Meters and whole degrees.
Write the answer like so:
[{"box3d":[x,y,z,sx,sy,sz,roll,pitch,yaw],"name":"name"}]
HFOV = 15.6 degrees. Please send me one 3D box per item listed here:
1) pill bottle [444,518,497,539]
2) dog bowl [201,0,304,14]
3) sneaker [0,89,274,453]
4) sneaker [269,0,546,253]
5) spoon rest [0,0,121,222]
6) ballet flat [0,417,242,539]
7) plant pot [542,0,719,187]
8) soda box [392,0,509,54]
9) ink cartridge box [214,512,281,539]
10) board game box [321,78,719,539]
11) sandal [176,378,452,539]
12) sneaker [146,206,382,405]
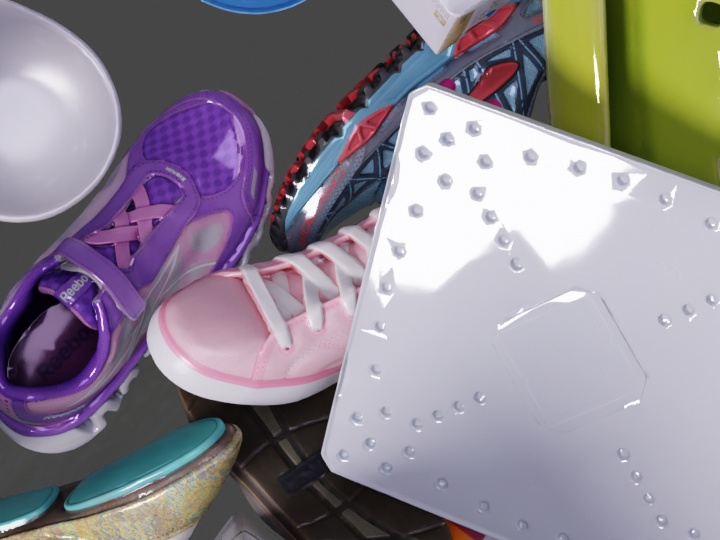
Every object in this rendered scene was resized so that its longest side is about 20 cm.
[{"box3d":[0.119,0.081,1.263,0.109,0.110,0.200,35,88,-2],"name":"pill bottle"},{"box3d":[-0.024,-0.213,1.292,0.111,0.050,0.200,42,87,-2],"name":"dog bowl"},{"box3d":[-0.116,-0.001,1.255,0.080,0.088,0.200,36,89,13],"name":"sneaker"},{"box3d":[0.043,-0.068,1.278,0.200,0.079,0.096,-44,93,-3],"name":"sneaker"},{"box3d":[-0.201,-0.111,1.276,0.099,0.061,0.200,-43,90,-3],"name":"spoon rest"},{"box3d":[-0.129,0.127,1.247,0.200,0.071,0.071,-21,90,25],"name":"ballet flat"},{"box3d":[0.183,-0.121,1.181,0.181,0.200,0.200,0,105,17],"name":"plant pot"},{"box3d":[0.002,-0.202,1.224,0.064,0.068,0.200,-39,86,-11],"name":"soda box"},{"box3d":[-0.065,0.198,1.206,0.084,0.200,0.145,36,88,-2],"name":"ink cartridge box"},{"box3d":[0.096,0.035,1.154,0.200,0.026,0.200,21,119,14],"name":"board game box"},{"box3d":[-0.023,0.092,1.257,0.082,0.055,0.200,-31,59,-18],"name":"sandal"},{"box3d":[0.000,0.000,1.230,0.200,0.105,0.075,-5,47,-29],"name":"sneaker"}]
